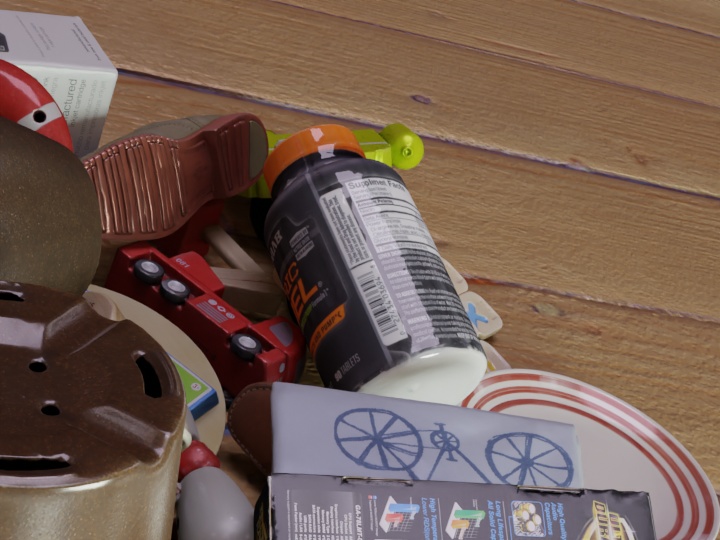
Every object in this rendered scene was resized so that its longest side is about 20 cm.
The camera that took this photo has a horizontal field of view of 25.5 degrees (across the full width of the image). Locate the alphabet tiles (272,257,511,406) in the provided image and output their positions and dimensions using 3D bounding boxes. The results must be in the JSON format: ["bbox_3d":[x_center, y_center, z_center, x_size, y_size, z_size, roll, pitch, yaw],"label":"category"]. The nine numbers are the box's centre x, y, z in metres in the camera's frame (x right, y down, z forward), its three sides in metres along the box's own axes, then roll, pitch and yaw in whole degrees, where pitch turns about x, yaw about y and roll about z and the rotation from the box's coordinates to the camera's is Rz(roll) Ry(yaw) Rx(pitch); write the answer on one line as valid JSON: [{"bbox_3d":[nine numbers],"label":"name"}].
[{"bbox_3d":[0.026,0.019,1.172,0.200,0.015,0.195,48,32,14],"label":"alphabet tiles"}]

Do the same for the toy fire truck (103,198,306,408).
[{"bbox_3d":[-0.102,0.014,1.110,0.199,0.049,0.141,35,29,22],"label":"toy fire truck"}]

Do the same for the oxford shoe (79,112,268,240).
[{"bbox_3d":[-0.150,-0.066,1.113,0.073,0.072,0.199,7,17,35],"label":"oxford shoe"}]

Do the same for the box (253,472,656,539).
[{"bbox_3d":[0.051,0.197,0.736,0.196,0.050,0.202,5,60,-15],"label":"box"}]

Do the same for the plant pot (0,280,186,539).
[{"bbox_3d":[-0.165,0.125,0.696,0.198,0.200,0.201,12,27,-6],"label":"plant pot"}]

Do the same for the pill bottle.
[{"bbox_3d":[0.000,0.000,1.060,0.105,0.106,0.201,-1,55,-36],"label":"pill bottle"}]

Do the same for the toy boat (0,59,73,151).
[{"bbox_3d":[-0.264,-0.051,0.943,0.199,0.131,0.131,-31,96,-20],"label":"toy boat"}]

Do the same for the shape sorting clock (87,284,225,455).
[{"bbox_3d":[-0.178,0.074,0.960,0.198,0.039,0.201,12,40,-10],"label":"shape sorting clock"}]

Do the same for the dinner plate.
[{"bbox_3d":[0.153,0.137,1.098,0.198,0.024,0.201,18,30,-11],"label":"dinner plate"}]

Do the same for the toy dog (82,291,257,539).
[{"bbox_3d":[-0.130,0.100,0.841,0.132,0.096,0.200,54,-3,-24],"label":"toy dog"}]

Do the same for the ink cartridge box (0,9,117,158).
[{"bbox_3d":[-0.283,-0.098,1.075,0.199,0.146,0.084,0,35,-35],"label":"ink cartridge box"}]

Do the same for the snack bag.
[{"bbox_3d":[0.042,0.143,0.854,0.187,0.022,0.201,9,37,-10],"label":"snack bag"}]

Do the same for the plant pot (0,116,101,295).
[{"bbox_3d":[-0.234,-0.018,0.789,0.187,0.188,0.199,40,29,31],"label":"plant pot"}]

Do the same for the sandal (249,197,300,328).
[{"bbox_3d":[-0.032,-0.020,1.218,0.075,0.048,0.201,8,31,-24],"label":"sandal"}]

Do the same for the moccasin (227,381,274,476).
[{"bbox_3d":[-0.008,0.134,0.937,0.201,0.074,0.078,44,16,27],"label":"moccasin"}]

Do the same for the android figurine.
[{"bbox_3d":[-0.041,-0.089,1.259,0.180,0.042,0.200,-3,11,-4],"label":"android figurine"}]
